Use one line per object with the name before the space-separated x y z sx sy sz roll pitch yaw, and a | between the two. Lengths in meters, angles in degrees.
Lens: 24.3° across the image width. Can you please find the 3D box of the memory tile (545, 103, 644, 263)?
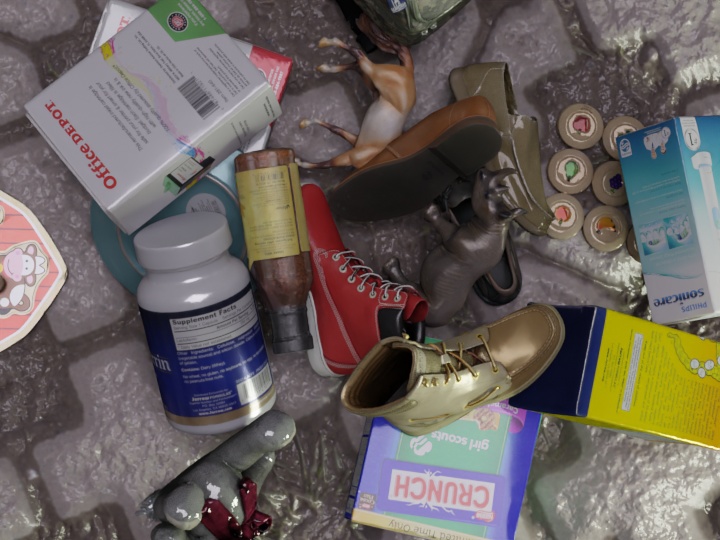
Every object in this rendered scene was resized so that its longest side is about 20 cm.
memory tile | 0.295 -0.087 1.786 0.199 0.017 0.154 14 83 -3

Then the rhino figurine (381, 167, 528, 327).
rhino figurine | 0.101 -0.026 1.694 0.087 0.060 0.200 48 116 22

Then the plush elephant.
plush elephant | -0.127 0.262 1.640 0.155 0.200 0.165 53 49 -2

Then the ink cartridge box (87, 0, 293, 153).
ink cartridge box | -0.186 -0.176 1.725 0.199 0.084 0.145 19 84 -3

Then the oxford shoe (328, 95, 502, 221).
oxford shoe | 0.055 -0.112 1.698 0.200 0.071 0.071 -27 130 21

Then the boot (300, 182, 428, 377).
boot | 0.000 0.000 1.667 0.072 0.144 0.201 -15 91 -49

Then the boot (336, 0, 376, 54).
boot | 0.036 -0.349 1.763 0.200 0.076 0.168 -34 91 -1

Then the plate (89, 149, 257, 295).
plate | -0.178 -0.044 1.693 0.199 0.026 0.201 2 113 5

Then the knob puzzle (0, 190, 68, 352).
knob puzzle | -0.402 0.000 1.718 0.219 0.030 0.220 1 84 -5

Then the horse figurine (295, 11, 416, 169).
horse figurine | 0.008 -0.166 1.730 0.132 0.050 0.201 16 104 3

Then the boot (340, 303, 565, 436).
boot | 0.088 0.086 1.583 0.200 0.155 0.073 -30 67 16

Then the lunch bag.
lunch bag | 0.074 -0.333 1.641 0.200 0.168 0.139 -41 86 -9

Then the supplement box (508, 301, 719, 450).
supplement box | 0.265 0.106 1.677 0.200 0.109 0.110 16 82 -33

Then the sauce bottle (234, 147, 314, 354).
sauce bottle | -0.081 -0.018 1.640 0.066 0.066 0.201 -7 89 -5

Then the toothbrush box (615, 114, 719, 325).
toothbrush box | 0.356 -0.053 1.705 0.146 0.085 0.201 -8 83 -40

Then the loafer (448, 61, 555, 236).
loafer | 0.158 -0.132 1.744 0.067 0.076 0.200 -27 86 17

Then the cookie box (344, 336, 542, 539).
cookie box | 0.089 0.178 1.713 0.171 0.075 0.201 13 83 -2

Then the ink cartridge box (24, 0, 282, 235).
ink cartridge box | -0.200 -0.155 1.624 0.200 0.084 0.145 -39 73 -6

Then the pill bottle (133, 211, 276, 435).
pill bottle | -0.157 0.051 1.655 0.115 0.116 0.201 -13 110 -6

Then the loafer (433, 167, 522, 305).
loafer | 0.122 -0.061 1.747 0.072 0.063 0.200 -22 86 -5
